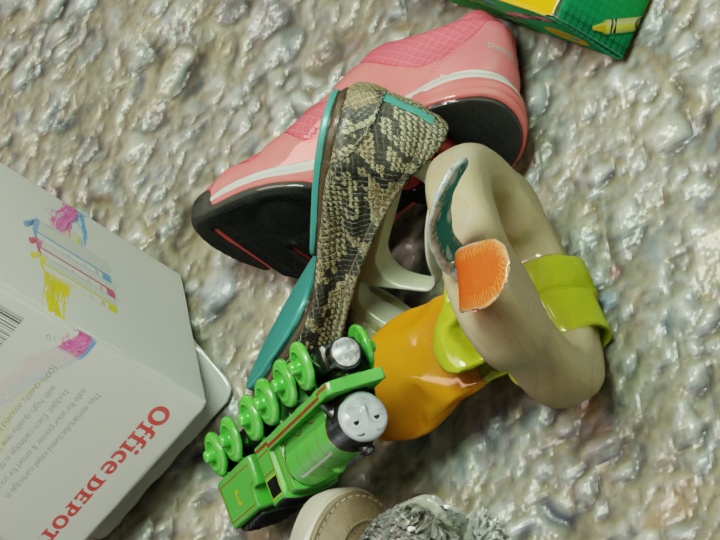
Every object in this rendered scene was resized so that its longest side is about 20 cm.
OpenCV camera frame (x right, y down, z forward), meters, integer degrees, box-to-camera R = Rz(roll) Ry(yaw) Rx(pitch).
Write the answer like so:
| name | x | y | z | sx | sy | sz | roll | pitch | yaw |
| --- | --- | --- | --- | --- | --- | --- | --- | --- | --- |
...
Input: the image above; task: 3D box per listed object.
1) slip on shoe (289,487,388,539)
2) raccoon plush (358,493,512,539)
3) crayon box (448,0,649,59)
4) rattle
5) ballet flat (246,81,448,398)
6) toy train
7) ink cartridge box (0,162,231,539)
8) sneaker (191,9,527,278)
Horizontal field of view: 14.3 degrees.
| name | x | y | z | sx | sy | sz | roll | pitch | yaw |
| --- | --- | --- | --- | --- | --- | --- | --- | --- | --- |
| slip on shoe | 0.010 | 0.192 | 1.271 | 0.061 | 0.076 | 0.200 | -21 | 61 | 45 |
| raccoon plush | 0.072 | 0.168 | 1.179 | 0.097 | 0.134 | 0.200 | -55 | 44 | 11 |
| crayon box | 0.069 | -0.187 | 1.394 | 0.200 | 0.058 | 0.119 | 24 | 90 | 47 |
| rattle | 0.022 | 0.017 | 1.235 | 0.143 | 0.200 | 0.130 | -11 | 94 | 17 |
| ballet flat | 0.000 | 0.000 | 1.356 | 0.068 | 0.075 | 0.200 | -70 | -1 | -50 |
| toy train | -0.029 | 0.077 | 1.320 | 0.056 | 0.042 | 0.200 | 70 | 159 | 11 |
| ink cartridge box | -0.179 | 0.042 | 1.449 | 0.129 | 0.200 | 0.125 | -47 | 29 | 19 |
| sneaker | 0.004 | -0.063 | 1.411 | 0.200 | 0.074 | 0.087 | -25 | 40 | 33 |
